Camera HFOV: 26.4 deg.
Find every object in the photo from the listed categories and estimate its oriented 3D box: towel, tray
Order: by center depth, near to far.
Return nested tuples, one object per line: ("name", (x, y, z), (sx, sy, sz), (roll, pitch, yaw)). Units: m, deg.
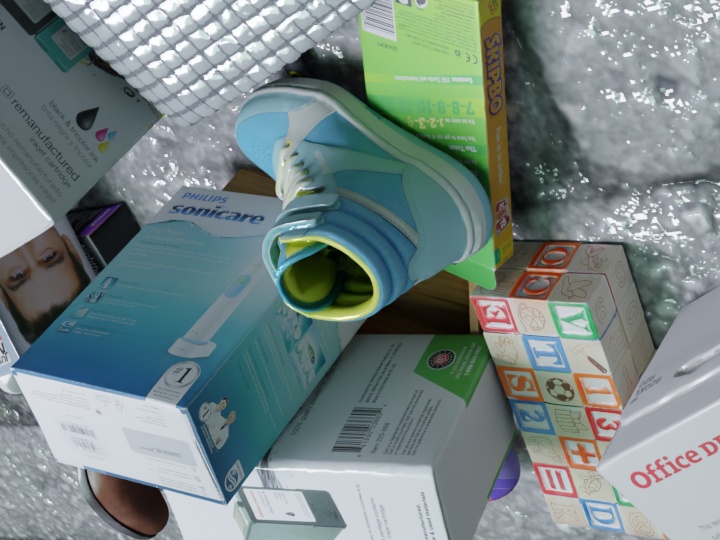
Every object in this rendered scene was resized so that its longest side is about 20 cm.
("towel", (-0.087, -0.193, 0.859), (0.199, 0.086, 0.166), (-30, 116, 35))
("tray", (0.000, 0.000, 1.062), (0.198, 0.037, 0.099), (17, 136, 23))

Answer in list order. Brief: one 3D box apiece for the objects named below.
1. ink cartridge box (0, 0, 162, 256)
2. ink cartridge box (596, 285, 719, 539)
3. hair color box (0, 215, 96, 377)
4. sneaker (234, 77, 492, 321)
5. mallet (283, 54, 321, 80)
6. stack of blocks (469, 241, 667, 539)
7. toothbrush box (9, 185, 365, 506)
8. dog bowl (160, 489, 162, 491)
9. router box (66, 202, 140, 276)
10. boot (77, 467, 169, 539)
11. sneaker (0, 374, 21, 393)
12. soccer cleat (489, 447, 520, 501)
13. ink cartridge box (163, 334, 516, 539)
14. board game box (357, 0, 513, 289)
("ink cartridge box", (-0.216, -0.123, 0.968), (0.145, 0.200, 0.147), (-22, 114, 46))
("ink cartridge box", (0.268, 0.105, 0.865), (0.200, 0.145, 0.147), (43, 141, -6))
("hair color box", (-0.274, -0.031, 1.135), (0.060, 0.099, 0.202), (-19, 99, 42))
("sneaker", (-0.033, -0.043, 0.921), (0.199, 0.130, 0.080), (27, 139, 35))
("mallet", (-0.087, -0.189, 0.949), (0.065, 0.041, 0.201), (0, 131, 36))
("stack of blocks", (0.159, 0.079, 0.995), (0.114, 0.059, 0.201), (2, 129, 37))
("toothbrush box", (-0.102, 0.040, 0.994), (0.145, 0.200, 0.086), (7, 133, 31))
("dog bowl", (-0.081, 0.202, 1.303), (0.198, 0.059, 0.202), (21, 138, 20))
("router box", (-0.207, 0.045, 1.254), (0.148, 0.051, 0.201), (-6, 123, 40))
("boot", (-0.135, 0.106, 1.198), (0.198, 0.069, 0.190), (-23, 108, 11))
("sneaker", (-0.329, 0.049, 1.271), (0.200, 0.080, 0.071), (43, 162, 44))
("soccer cleat", (0.026, 0.103, 1.107), (0.199, 0.067, 0.077), (31, 162, 11))
("ink cartridge box", (-0.014, 0.114, 1.011), (0.198, 0.146, 0.085), (0, 122, 25))
("board game box", (0.046, -0.086, 0.925), (0.095, 0.030, 0.202), (24, 133, 36))
